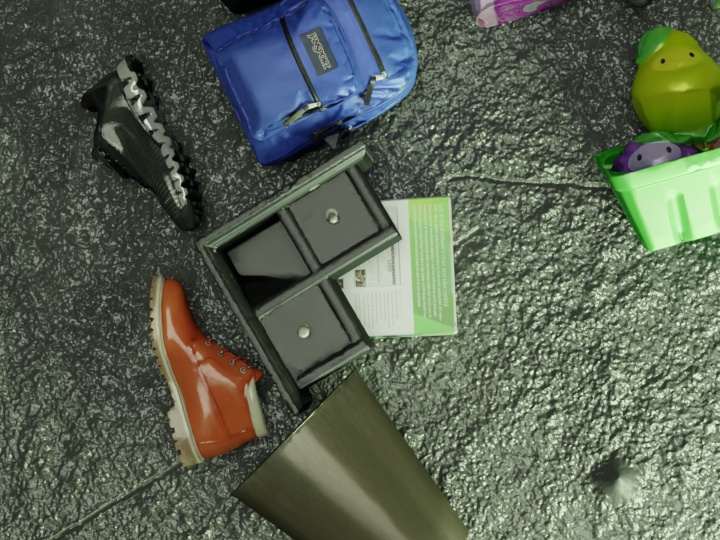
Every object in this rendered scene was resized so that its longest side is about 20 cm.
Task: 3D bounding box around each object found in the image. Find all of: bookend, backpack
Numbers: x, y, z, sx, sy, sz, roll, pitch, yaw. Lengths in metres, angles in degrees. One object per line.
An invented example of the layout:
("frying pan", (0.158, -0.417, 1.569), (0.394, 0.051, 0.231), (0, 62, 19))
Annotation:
("bookend", (-0.030, 0.009, 1.503), (0.198, 0.092, 0.201), (-30, 85, 3))
("backpack", (-0.039, -0.207, 1.514), (0.199, 0.168, 0.163), (-25, 97, 2))

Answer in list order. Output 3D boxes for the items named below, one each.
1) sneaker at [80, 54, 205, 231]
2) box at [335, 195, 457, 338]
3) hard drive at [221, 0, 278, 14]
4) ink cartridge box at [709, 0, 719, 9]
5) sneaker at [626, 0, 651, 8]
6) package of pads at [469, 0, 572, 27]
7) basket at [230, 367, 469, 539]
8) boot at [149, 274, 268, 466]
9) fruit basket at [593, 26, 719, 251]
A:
("sneaker", (-0.235, -0.122, 1.580), (0.090, 0.066, 0.201), (-27, 81, 6))
("box", (0.000, 0.000, 1.565), (0.199, 0.036, 0.145), (-3, 87, 7))
("hard drive", (-0.048, -0.319, 1.524), (0.199, 0.135, 0.043), (-24, 93, -9))
("ink cartridge box", (0.448, -0.359, 1.513), (0.199, 0.084, 0.146), (-9, 87, 5))
("sneaker", (0.260, -0.363, 1.545), (0.084, 0.074, 0.201), (-10, 78, 11))
("package of pads", (0.150, -0.364, 1.547), (0.120, 0.076, 0.201), (-17, 86, 7))
("basket", (0.001, 0.234, 1.507), (0.180, 0.136, 0.200), (-44, 88, -3))
("boot", (-0.160, 0.094, 1.561), (0.107, 0.075, 0.201), (-15, 94, 1))
("fruit basket", (0.332, -0.144, 1.493), (0.214, 0.156, 0.217), (0, 104, 1))
